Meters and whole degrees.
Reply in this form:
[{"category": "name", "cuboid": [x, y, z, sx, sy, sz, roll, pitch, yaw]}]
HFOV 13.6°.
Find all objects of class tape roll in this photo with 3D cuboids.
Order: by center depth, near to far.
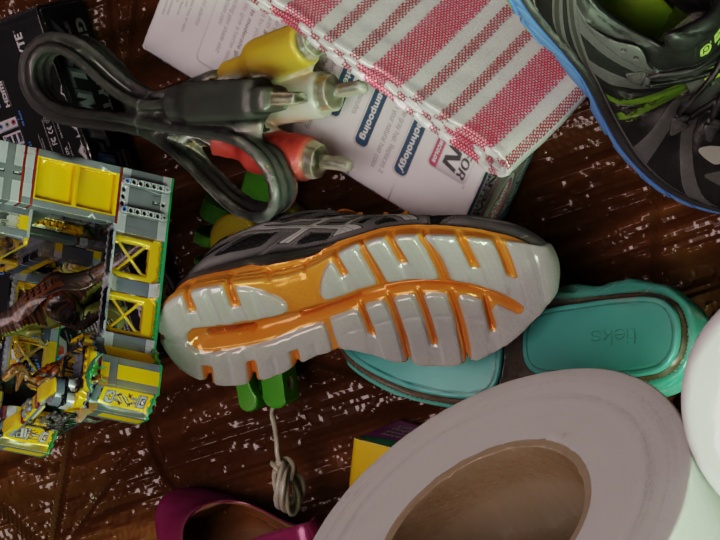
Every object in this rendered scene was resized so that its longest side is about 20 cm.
[{"category": "tape roll", "cuboid": [0.087, 0.162, 1.342, 0.202, 0.203, 0.139, -15, 125, 30]}]

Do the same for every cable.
[{"category": "cable", "cuboid": [-0.085, -0.076, 1.505, 0.199, 0.050, 0.098, 4, 98, 39]}]

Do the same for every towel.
[{"category": "towel", "cuboid": [0.037, -0.142, 1.442, 0.200, 0.146, 0.030, 36, 153, 18]}]

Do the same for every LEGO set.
[{"category": "LEGO set", "cuboid": [-0.179, 0.014, 1.489, 0.200, 0.115, 0.155, -6, 73, 64]}]

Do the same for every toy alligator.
[{"category": "toy alligator", "cuboid": [-0.060, 0.028, 1.563, 0.054, 0.059, 0.201, 4, 102, 28]}]

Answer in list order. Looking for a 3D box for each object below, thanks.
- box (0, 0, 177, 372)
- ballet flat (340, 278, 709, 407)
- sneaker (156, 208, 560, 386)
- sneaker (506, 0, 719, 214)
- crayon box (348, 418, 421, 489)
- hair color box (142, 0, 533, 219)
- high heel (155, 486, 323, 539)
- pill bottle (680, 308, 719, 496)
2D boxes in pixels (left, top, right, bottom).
[{"category": "box", "cuboid": [-0.208, -0.023, 1.639, 0.198, 0.050, 0.201, -19, 92, 31]}, {"category": "ballet flat", "cuboid": [0.085, 0.038, 1.479, 0.199, 0.070, 0.068, 0, 80, 31]}, {"category": "sneaker", "cuboid": [0.000, 0.000, 1.459, 0.199, 0.077, 0.079, -5, 122, 17]}, {"category": "sneaker", "cuboid": [0.143, -0.095, 1.375, 0.200, 0.071, 0.083, 45, 156, -25]}, {"category": "crayon box", "cuboid": [0.085, 0.183, 1.516, 0.199, 0.058, 0.173, 12, 106, 26]}, {"category": "hair color box", "cuboid": [-0.002, -0.110, 1.501, 0.200, 0.060, 0.100, 33, 116, 19]}, {"category": "high heel", "cuboid": [-0.056, 0.129, 1.536, 0.200, 0.067, 0.096, 29, 139, 51]}, {"category": "pill bottle", "cuboid": [0.227, 0.040, 1.328, 0.114, 0.200, 0.115, 6, 103, 27]}]
